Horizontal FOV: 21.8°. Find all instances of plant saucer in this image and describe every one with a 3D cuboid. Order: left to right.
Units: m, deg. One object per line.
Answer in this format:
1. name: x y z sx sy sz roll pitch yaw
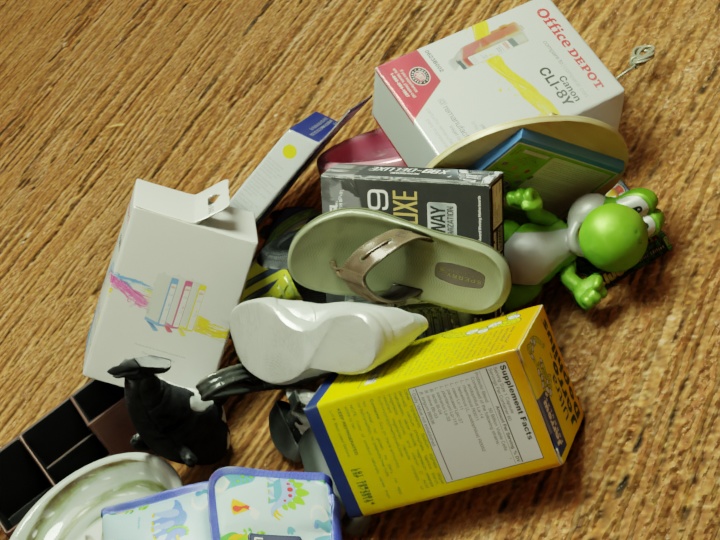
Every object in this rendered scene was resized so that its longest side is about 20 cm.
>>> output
1. plant saucer: -0.242 0.260 1.746 0.199 0.050 0.201 -22 36 17
2. plant saucer: 0.056 -0.115 1.921 0.200 0.051 0.201 -14 15 4

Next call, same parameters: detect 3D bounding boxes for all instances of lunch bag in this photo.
1. lunch bag: -0.108 0.264 1.557 0.199 0.128 0.171 -14 51 6

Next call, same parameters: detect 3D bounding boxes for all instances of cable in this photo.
1. cable: -0.091 0.090 1.755 0.199 0.051 0.097 -7 -15 -46

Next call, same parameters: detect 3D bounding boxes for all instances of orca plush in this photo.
1. orca plush: -0.159 0.142 1.720 0.105 0.200 0.071 -26 58 -11

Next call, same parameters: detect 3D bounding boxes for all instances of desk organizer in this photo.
1. desk organizer: -0.283 0.182 1.852 0.200 0.077 0.072 -38 34 -7

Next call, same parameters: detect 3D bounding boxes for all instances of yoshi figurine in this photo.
1. yoshi figurine: 0.176 -0.018 1.681 0.199 0.112 0.112 -22 52 11

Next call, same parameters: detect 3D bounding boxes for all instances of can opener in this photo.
1. can opener: -0.035 0.173 1.700 0.067 0.052 0.200 -61 26 20

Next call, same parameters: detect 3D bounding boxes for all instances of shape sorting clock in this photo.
1. shape sorting clock: 0.146 -0.086 1.706 0.199 0.200 0.039 -23 60 14

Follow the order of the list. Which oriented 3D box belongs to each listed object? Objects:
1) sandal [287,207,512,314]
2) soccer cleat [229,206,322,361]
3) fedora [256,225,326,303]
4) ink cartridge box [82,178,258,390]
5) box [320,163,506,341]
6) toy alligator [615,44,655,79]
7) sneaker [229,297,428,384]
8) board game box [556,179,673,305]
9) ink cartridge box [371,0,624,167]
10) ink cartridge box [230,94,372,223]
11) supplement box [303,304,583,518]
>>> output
1. sandal: 0.030 -0.005 1.605 0.200 0.080 0.057 8 20 18
2. soccer cleat: -0.076 0.012 1.913 0.083 0.065 0.201 5 50 20
3. fedora: 0.000 0.000 1.810 0.200 0.092 0.201 -13 11 3
4. ink cartridge box: -0.180 0.009 1.813 0.129 0.125 0.201 -112 39 -74
5. box: 0.049 0.008 1.663 0.157 0.201 0.050 5 19 19
6. toy alligator: 0.225 -0.159 1.894 0.200 0.054 0.059 -32 38 -18
7. sneaker: -0.028 0.056 1.640 0.199 0.076 0.088 3 14 44
8. board game box: 0.213 -0.050 1.792 0.105 0.023 0.200 -33 34 3
9. ink cartridge box: 0.132 -0.160 1.800 0.199 0.084 0.145 -25 61 -17
10. ink cartridge box: -0.077 -0.113 1.960 0.200 0.047 0.198 -51 1 12
11. supplement box: 0.072 0.120 1.588 0.199 0.109 0.110 -17 14 22
